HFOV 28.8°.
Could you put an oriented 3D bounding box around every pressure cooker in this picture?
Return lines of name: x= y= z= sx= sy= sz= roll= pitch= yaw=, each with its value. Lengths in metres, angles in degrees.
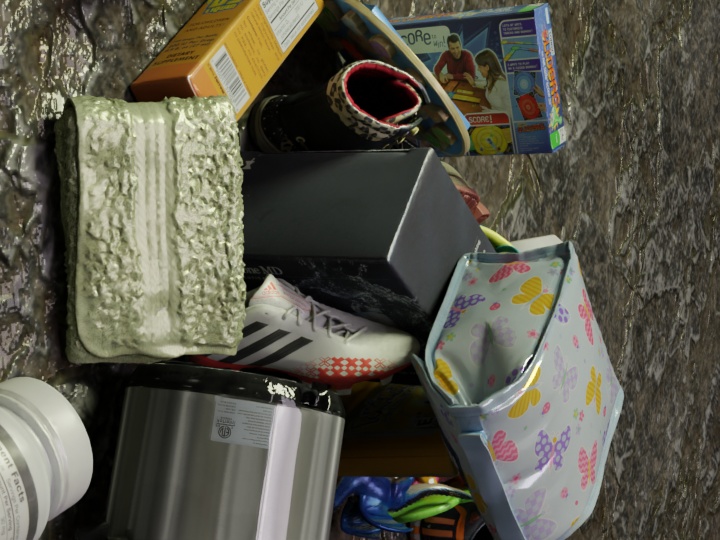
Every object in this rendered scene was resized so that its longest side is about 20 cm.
pressure cooker: x=-0.108 y=0.178 z=1.052 sx=0.178 sy=0.175 sz=0.202 roll=24 pitch=70 yaw=-59

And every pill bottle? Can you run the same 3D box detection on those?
pill bottle: x=-0.265 y=0.145 z=0.861 sx=0.200 sy=0.112 sz=0.114 roll=-29 pitch=115 yaw=-55

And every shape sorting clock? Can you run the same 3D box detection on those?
shape sorting clock: x=0.025 y=-0.177 z=1.264 sx=0.039 sy=0.200 sz=0.200 roll=-42 pitch=136 yaw=-3

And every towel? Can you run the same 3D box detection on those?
towel: x=-0.153 y=-0.031 z=1.049 sx=0.147 sy=0.036 sz=0.202 roll=-4 pitch=98 yaw=-27

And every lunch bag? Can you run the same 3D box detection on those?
lunch bag: x=0.120 y=0.103 z=1.101 sx=0.170 sy=0.126 sz=0.201 roll=64 pitch=32 yaw=-32

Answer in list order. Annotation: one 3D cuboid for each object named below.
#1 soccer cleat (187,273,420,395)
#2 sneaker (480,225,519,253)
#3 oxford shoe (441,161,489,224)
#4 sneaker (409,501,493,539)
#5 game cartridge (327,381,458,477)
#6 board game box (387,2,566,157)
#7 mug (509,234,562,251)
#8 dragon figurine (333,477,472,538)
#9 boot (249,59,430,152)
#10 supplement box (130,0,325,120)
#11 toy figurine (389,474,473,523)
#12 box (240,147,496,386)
soccer cleat: x=-0.051 y=0.046 z=1.125 sx=0.069 sy=0.198 sz=0.086 roll=-66 pitch=157 yaw=-61
sneaker: x=0.115 y=0.046 z=1.327 sx=0.201 sy=0.130 sz=0.080 roll=60 pitch=38 yaw=-17
oxford shoe: x=0.078 y=-0.074 z=1.422 sx=0.074 sy=0.071 sz=0.200 roll=55 pitch=5 yaw=11
sneaker: x=0.146 y=0.275 z=1.522 sx=0.199 sy=0.111 sz=0.078 roll=-9 pitch=99 yaw=-57
game cartridge: x=0.035 y=0.129 z=1.258 sx=0.176 sy=0.199 sz=0.033 roll=-40 pitch=119 yaw=-51
board game box: x=0.092 y=-0.178 z=1.344 sx=0.034 sy=0.199 sz=0.137 roll=-34 pitch=119 yaw=-52
mug: x=0.182 y=0.043 z=1.587 sx=0.148 sy=0.186 sz=0.155 roll=-10 pitch=91 yaw=-25
dragon figurine: x=0.015 y=0.221 z=1.323 sx=0.199 sy=0.059 sz=0.100 roll=27 pitch=58 yaw=-31
boot: x=0.022 y=-0.112 z=1.219 sx=0.202 sy=0.153 sz=0.074 roll=21 pitch=70 yaw=-28
supplement box: x=-0.105 y=-0.187 z=1.155 sx=0.200 sy=0.066 sz=0.069 roll=-57 pitch=133 yaw=-41
toy figurine: x=0.085 y=0.140 z=1.445 sx=0.199 sy=0.150 sz=0.186 roll=-18 pitch=92 yaw=-31
box: x=0.000 y=0.000 z=1.204 sx=0.200 sy=0.195 sz=0.118 roll=53 pitch=49 yaw=-44
